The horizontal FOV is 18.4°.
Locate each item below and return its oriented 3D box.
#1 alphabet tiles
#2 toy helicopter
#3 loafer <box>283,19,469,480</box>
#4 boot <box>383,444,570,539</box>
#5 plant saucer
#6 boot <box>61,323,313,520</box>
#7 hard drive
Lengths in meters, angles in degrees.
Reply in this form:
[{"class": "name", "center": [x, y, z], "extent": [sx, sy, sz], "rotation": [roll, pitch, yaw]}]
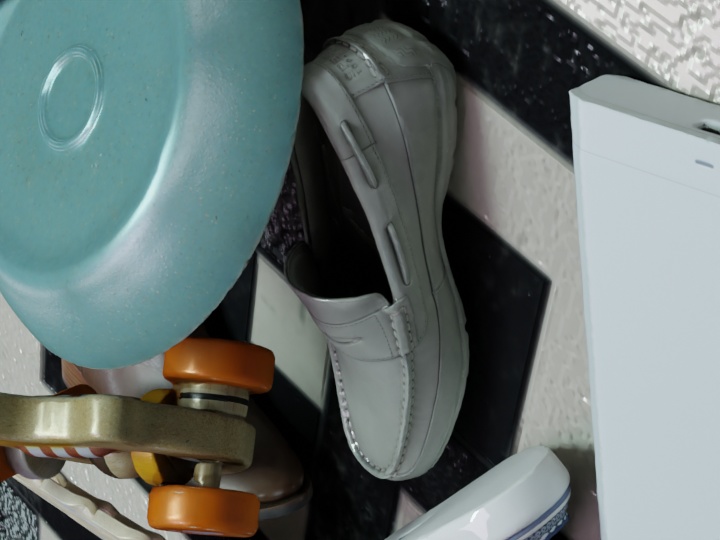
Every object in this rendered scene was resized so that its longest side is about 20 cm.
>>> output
[{"class": "alphabet tiles", "center": [-0.082, 0.142, 1.047], "extent": [0.199, 0.015, 0.196], "rotation": [24, 166, 44]}, {"class": "toy helicopter", "center": [-0.140, 0.063, 0.933], "extent": [0.132, 0.199, 0.079], "rotation": [-9, 73, 58]}, {"class": "loafer", "center": [0.000, 0.000, 0.877], "extent": [0.070, 0.070, 0.201], "rotation": [27, 132, 44]}, {"class": "boot", "center": [0.052, 0.138, 0.909], "extent": [0.091, 0.073, 0.200], "rotation": [54, 155, 4]}, {"class": "plant saucer", "center": [-0.101, -0.063, 0.867], "extent": [0.199, 0.036, 0.201], "rotation": [-14, 70, 45]}, {"class": "boot", "center": [-0.088, -0.005, 1.017], "extent": [0.186, 0.064, 0.201], "rotation": [30, 130, 39]}, {"class": "hard drive", "center": [0.130, 0.043, 0.762], "extent": [0.132, 0.026, 0.201], "rotation": [24, 129, 46]}]
